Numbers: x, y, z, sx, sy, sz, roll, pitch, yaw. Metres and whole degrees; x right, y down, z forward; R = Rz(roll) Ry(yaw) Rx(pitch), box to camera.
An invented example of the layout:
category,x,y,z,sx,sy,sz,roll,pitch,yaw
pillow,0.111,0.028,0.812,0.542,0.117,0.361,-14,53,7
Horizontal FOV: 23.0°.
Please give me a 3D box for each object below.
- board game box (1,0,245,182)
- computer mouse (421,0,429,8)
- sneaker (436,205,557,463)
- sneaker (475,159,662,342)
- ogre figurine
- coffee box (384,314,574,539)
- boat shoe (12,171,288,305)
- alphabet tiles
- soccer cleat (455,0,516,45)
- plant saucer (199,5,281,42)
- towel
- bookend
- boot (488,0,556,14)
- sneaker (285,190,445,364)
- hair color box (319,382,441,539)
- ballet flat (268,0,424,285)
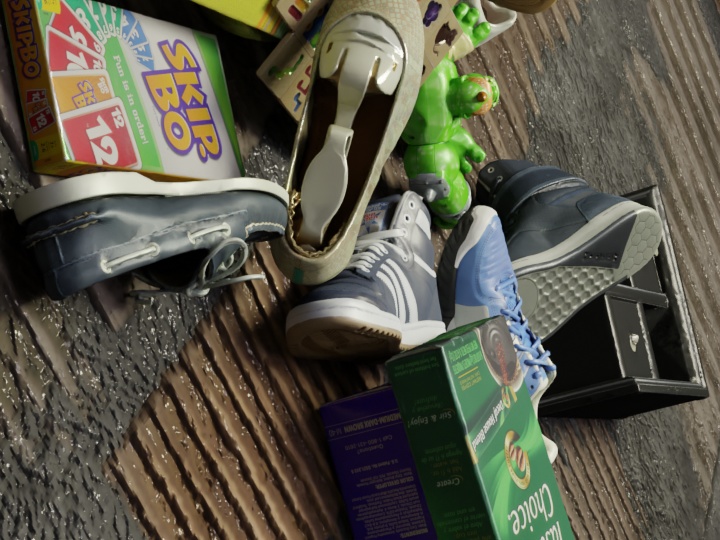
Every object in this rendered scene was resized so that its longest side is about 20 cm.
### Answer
category,x,y,z,sx,sy,sz,roll,pitch,yaw
board game box,-0.123,-0.095,0.988,0.200,0.030,0.096,5,71,-66
computer mouse,0.010,-0.223,1.250,0.200,0.034,0.059,-116,-174,-63
sneaker,0.098,0.051,1.234,0.076,0.077,0.201,-38,128,-57
sneaker,0.111,-0.014,1.369,0.202,0.146,0.077,-28,128,-25
ogre figurine,0.052,-0.125,1.288,0.120,0.098,0.201,-49,153,-75
coffee box,0.084,0.135,1.106,0.123,0.044,0.201,-17,90,-65
boat shoe,-0.099,-0.016,0.929,0.200,0.075,0.062,-2,76,-63
alphabet tiles,0.009,-0.160,1.123,0.167,0.006,0.200,-53,153,-5
soccer cleat,0.053,-0.259,1.382,0.200,0.077,0.069,56,31,-33
plant saucer,-0.067,-0.236,1.156,0.200,0.048,0.201,-10,85,-65
towel,-0.059,-0.185,1.010,0.086,0.018,0.200,-61,153,9
bookend,0.208,0.021,1.517,0.199,0.092,0.201,12,64,-62
boot,0.072,-0.269,1.266,0.200,0.073,0.155,36,22,0
sneaker,0.000,0.000,1.127,0.200,0.070,0.109,17,65,-69
hair color box,0.045,0.169,1.132,0.109,0.065,0.201,-9,82,-65
ballet flat,-0.005,-0.088,1.037,0.062,0.067,0.201,92,11,-82
